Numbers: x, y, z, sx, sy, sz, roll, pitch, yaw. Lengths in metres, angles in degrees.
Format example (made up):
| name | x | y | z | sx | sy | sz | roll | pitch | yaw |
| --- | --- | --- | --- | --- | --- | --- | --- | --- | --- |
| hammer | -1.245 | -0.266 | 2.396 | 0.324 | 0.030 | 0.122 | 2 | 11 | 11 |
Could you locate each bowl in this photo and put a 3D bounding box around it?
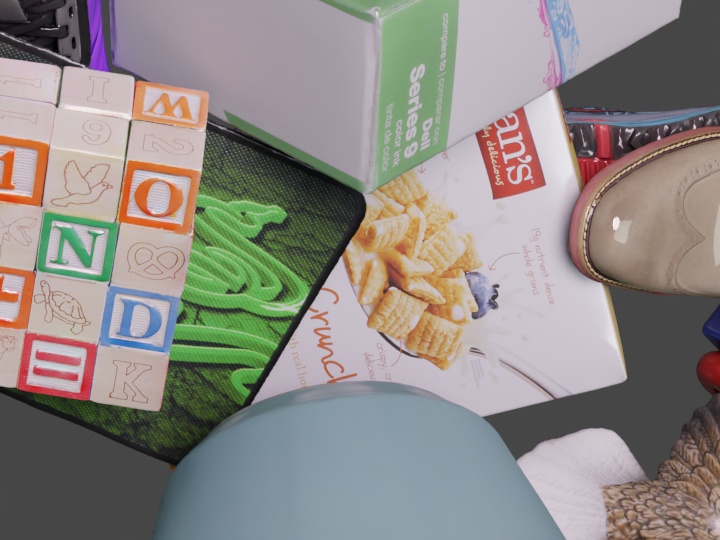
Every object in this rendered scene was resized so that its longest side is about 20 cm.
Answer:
| name | x | y | z | sx | sy | sz | roll | pitch | yaw |
| --- | --- | --- | --- | --- | --- | --- | --- | --- | --- |
| bowl | -0.006 | 0.117 | 1.204 | 0.201 | 0.201 | 0.105 | 5 | 58 | -26 |

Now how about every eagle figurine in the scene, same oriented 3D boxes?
| name | x | y | z | sx | sy | sz | roll | pitch | yaw |
| --- | --- | --- | --- | --- | --- | --- | --- | --- | --- |
| eagle figurine | 0.173 | 0.123 | 1.289 | 0.151 | 0.200 | 0.152 | -3 | 73 | -30 |

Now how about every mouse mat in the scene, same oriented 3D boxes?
| name | x | y | z | sx | sy | sz | roll | pitch | yaw |
| --- | --- | --- | --- | --- | --- | --- | --- | --- | --- |
| mouse mat | -0.117 | -0.009 | 1.178 | 0.200 | 0.008 | 0.161 | 22 | 121 | -15 |

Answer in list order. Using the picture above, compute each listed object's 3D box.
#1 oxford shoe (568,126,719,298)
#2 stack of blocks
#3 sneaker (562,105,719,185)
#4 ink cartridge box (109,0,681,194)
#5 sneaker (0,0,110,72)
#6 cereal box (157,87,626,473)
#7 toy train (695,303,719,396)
| name | x | y | z | sx | sy | sz | roll | pitch | yaw |
| --- | --- | --- | --- | --- | --- | --- | --- | --- | --- |
| oxford shoe | 0.181 | -0.020 | 1.225 | 0.200 | 0.075 | 0.071 | -6 | 108 | -29 |
| stack of blocks | -0.165 | -0.022 | 1.130 | 0.200 | 0.059 | 0.115 | 8 | 124 | -5 |
| sneaker | 0.132 | -0.049 | 1.304 | 0.200 | 0.096 | 0.079 | 2 | 106 | -13 |
| ink cartridge box | 0.018 | -0.127 | 1.179 | 0.200 | 0.145 | 0.088 | -33 | 137 | -38 |
| sneaker | -0.137 | -0.103 | 1.163 | 0.069 | 0.100 | 0.200 | -3 | 95 | 2 |
| cereal box | 0.000 | 0.000 | 1.237 | 0.200 | 0.040 | 0.144 | -15 | 103 | 6 |
| toy train | 0.209 | 0.028 | 1.344 | 0.200 | 0.116 | 0.085 | 44 | 77 | -24 |
